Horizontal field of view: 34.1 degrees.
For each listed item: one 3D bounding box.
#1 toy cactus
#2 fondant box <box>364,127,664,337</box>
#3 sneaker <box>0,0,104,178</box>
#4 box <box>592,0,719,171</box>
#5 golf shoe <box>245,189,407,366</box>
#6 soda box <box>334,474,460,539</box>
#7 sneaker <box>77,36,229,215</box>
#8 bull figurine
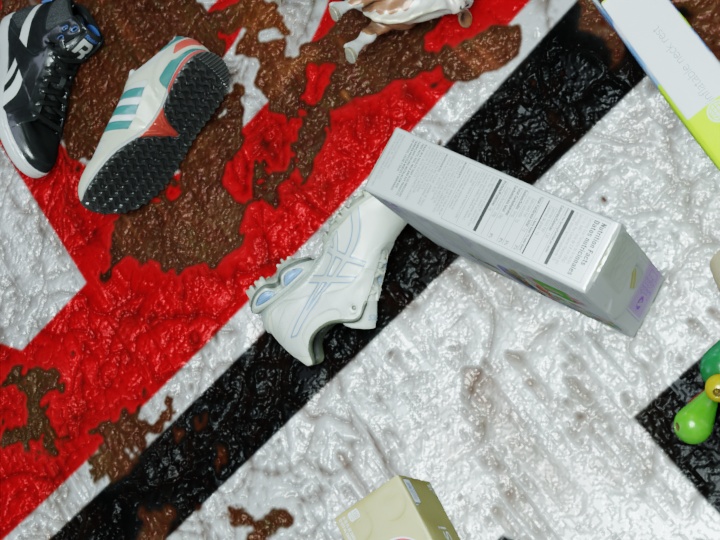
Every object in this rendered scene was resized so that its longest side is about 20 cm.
[{"bbox_3d":[0.305,0.048,0.830,0.200,0.102,0.165,-37,43,17],"label":"toy cactus"},{"bbox_3d":[0.120,-0.028,0.903,0.200,0.144,0.058,29,89,31],"label":"fondant box"},{"bbox_3d":[-0.320,-0.204,1.223,0.111,0.073,0.201,-21,66,23],"label":"sneaker"},{"bbox_3d":[0.252,-0.135,0.877,0.048,0.122,0.201,-37,62,18],"label":"box"},{"bbox_3d":[0.000,0.000,1.009,0.200,0.078,0.097,-42,73,19],"label":"golf shoe"},{"bbox_3d":[0.061,0.261,0.899,0.068,0.064,0.201,-36,62,14],"label":"soda box"},{"bbox_3d":[-0.214,-0.147,1.166,0.200,0.070,0.093,-51,42,8],"label":"sneaker"},{"bbox_3d":[0.010,-0.256,1.061,0.121,0.065,0.200,-32,49,-21],"label":"bull figurine"}]
